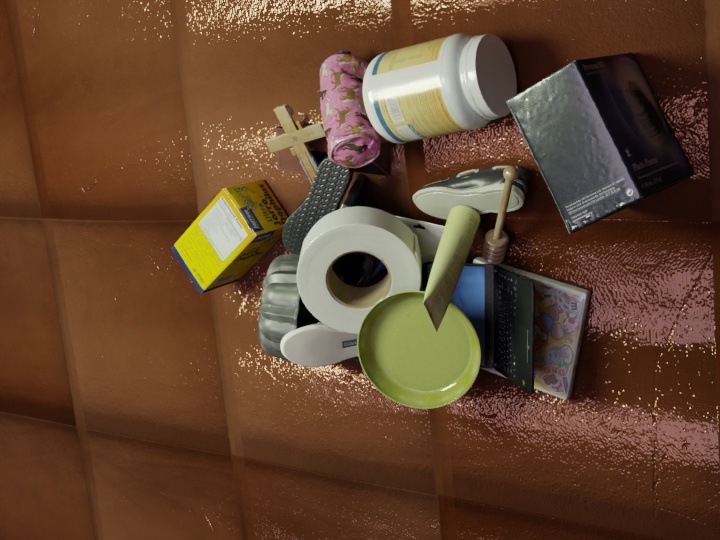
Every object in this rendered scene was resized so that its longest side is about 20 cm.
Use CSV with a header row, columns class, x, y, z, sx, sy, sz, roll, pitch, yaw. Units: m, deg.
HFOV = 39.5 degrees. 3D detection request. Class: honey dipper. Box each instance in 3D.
class,x,y,z,sx,sy,sz,roll,pitch,yaw
honey dipper,0.216,-0.086,1.518,0.038,0.038,0.200,37,148,23

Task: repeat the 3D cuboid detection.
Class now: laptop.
class,x,y,z,sx,sy,sz,roll,pitch,yaw
laptop,0.183,0.086,1.569,0.200,0.103,0.178,-145,50,-66

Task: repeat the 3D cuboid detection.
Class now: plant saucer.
class,x,y,z,sx,sy,sz,roll,pitch,yaw
plant saucer,0.094,0.122,1.592,0.200,0.031,0.200,5,110,15

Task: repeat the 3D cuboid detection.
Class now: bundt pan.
class,x,y,z,sx,sy,sz,roll,pitch,yaw
bundt pan,-0.131,0.062,1.758,0.076,0.202,0.202,8,110,5

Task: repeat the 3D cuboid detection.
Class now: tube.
class,x,y,z,sx,sy,sz,roll,pitch,yaw
tube,0.133,-0.009,1.532,0.058,0.200,0.052,30,148,-16

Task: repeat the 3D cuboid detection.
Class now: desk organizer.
class,x,y,z,sx,sy,sz,roll,pitch,yaw
desk organizer,-0.048,-0.203,1.712,0.200,0.072,0.077,11,111,34

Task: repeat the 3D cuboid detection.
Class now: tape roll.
class,x,y,z,sx,sy,sz,roll,pitch,yaw
tape roll,0.000,0.000,1.611,0.202,0.071,0.203,1,117,3

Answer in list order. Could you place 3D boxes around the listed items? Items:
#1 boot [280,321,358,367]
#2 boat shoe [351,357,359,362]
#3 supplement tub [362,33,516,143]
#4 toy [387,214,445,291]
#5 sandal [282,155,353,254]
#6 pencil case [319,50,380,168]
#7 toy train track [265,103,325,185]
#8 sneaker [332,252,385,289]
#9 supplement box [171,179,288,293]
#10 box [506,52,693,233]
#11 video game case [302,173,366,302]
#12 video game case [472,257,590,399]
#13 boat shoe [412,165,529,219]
class,x,y,z,sx,sy,sz,roll,pitch,yaw
boot,-0.049,0.111,1.692,0.090,0.200,0.073,-144,55,-61
boat shoe,0.045,0.143,1.737,0.200,0.073,0.075,6,106,35
supplement tub,0.120,-0.277,1.520,0.200,0.145,0.145,-5,100,37
toy,0.103,0.009,1.675,0.115,0.047,0.200,14,112,29
sandal,-0.065,-0.108,1.681,0.075,0.048,0.201,33,119,1
pencil case,-0.017,-0.258,1.609,0.087,0.083,0.200,-50,37,46
toy train track,-0.085,-0.190,1.675,0.115,0.033,0.200,-12,117,32
sneaker,-0.027,0.014,1.730,0.200,0.111,0.077,-39,79,37
supplement box,-0.240,-0.063,1.867,0.200,0.109,0.109,-41,78,37
box,0.328,-0.179,1.360,0.123,0.200,0.199,-29,85,38
video game case,-0.044,-0.053,1.709,0.019,0.143,0.200,22,118,1
video game case,0.257,0.091,1.600,0.200,0.023,0.182,19,113,31
boat shoe,0.174,-0.127,1.577,0.200,0.060,0.074,-6,139,42
